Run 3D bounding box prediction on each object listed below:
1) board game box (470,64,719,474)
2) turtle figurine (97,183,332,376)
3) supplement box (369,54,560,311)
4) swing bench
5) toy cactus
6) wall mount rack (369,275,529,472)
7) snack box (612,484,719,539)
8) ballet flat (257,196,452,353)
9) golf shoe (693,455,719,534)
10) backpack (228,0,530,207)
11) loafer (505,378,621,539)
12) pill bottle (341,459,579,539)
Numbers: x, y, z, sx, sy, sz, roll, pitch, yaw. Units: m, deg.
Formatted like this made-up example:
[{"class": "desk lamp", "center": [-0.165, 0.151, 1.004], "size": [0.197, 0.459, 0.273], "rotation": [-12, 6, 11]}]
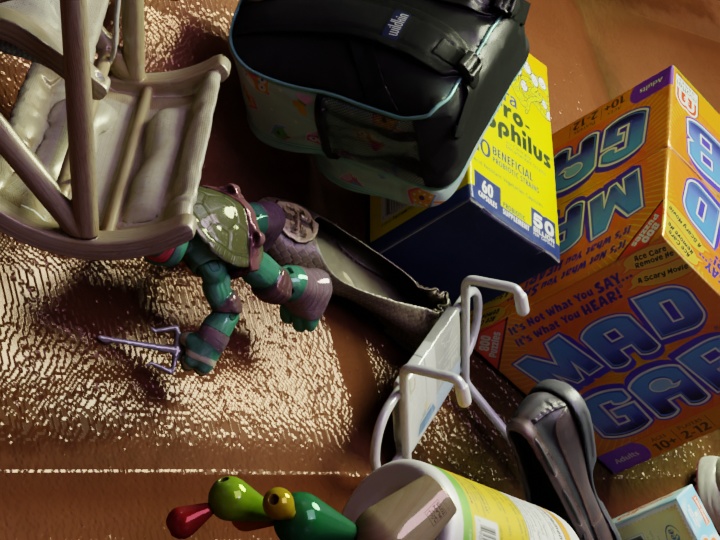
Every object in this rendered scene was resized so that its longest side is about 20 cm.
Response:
[{"class": "board game box", "center": [0.230, 0.002, 1.576], "size": [0.200, 0.199, 0.201], "rotation": [40, 40, -27]}, {"class": "turtle figurine", "center": [-0.104, -0.010, 1.256], "size": [0.199, 0.100, 0.151], "rotation": [6, 61, -57]}, {"class": "supplement box", "center": [0.080, -0.088, 1.529], "size": [0.108, 0.109, 0.202], "rotation": [31, 43, -35]}, {"class": "swing bench", "center": [-0.171, -0.135, 1.128], "size": [0.200, 0.128, 0.201], "rotation": [-85, 160, -56]}, {"class": "toy cactus", "center": [-0.010, 0.187, 1.181], "size": [0.165, 0.102, 0.201], "rotation": [-39, 95, -14]}, {"class": "wall mount rack", "center": [0.078, 0.109, 1.415], "size": [0.200, 0.074, 0.175], "rotation": [-52, 146, -47]}, {"class": "snack box", "center": [0.248, 0.277, 1.476], "size": [0.037, 0.116, 0.201], "rotation": [-23, 85, -55]}, {"class": "ballet flat", "center": [0.000, 0.000, 1.418], "size": [0.199, 0.046, 0.068], "rotation": [35, 41, -32]}, {"class": "golf shoe", "center": [0.379, 0.228, 1.703], "size": [0.200, 0.091, 0.076], "rotation": [44, 36, -25]}, {"class": "backpack", "center": [0.008, -0.151, 1.408], "size": [0.154, 0.198, 0.177], "rotation": [82, 32, -55]}, {"class": "loafer", "center": [0.145, 0.181, 1.435], "size": [0.063, 0.071, 0.202], "rotation": [-31, 116, -39]}, {"class": "pill bottle", "center": [0.085, 0.207, 1.322], "size": [0.199, 0.111, 0.112], "rotation": [25, 47, -40]}]
